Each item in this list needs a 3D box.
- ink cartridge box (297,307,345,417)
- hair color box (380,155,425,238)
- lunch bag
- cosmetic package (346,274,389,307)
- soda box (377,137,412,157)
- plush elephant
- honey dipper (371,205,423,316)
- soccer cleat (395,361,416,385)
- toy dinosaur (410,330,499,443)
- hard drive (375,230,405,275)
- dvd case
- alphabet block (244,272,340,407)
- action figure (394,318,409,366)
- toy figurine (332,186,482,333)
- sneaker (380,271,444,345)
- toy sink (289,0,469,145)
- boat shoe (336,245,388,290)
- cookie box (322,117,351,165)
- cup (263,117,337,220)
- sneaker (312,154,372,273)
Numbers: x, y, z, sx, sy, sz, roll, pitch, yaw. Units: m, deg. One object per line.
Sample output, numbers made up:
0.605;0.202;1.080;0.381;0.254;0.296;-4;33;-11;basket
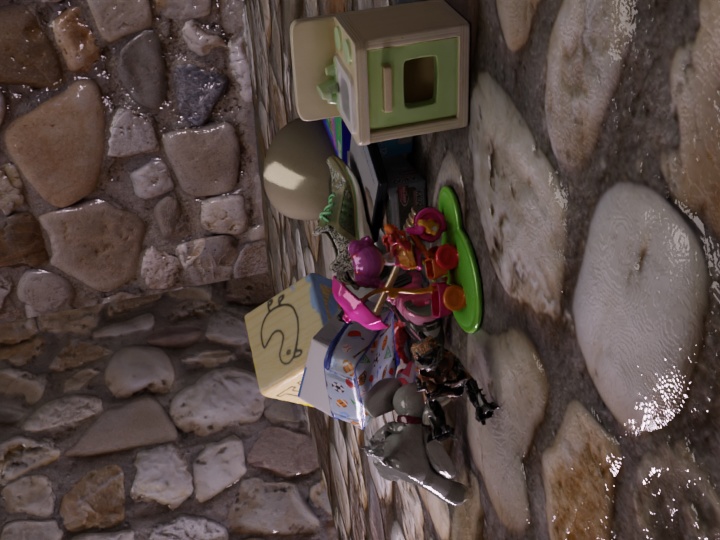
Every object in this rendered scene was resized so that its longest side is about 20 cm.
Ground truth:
-0.024;0.146;1.669;0.200;0.083;0.146;-45;-24;-52;ink cartridge box
0.049;-0.125;1.443;0.200;0.060;0.100;-121;23;-61;hair color box
0.005;0.154;1.502;0.161;0.075;0.202;-57;-24;-37;lunch bag
0.016;0.025;1.631;0.051;0.082;0.200;54;-174;-23;cosmetic package
0.041;-0.269;1.334;0.068;0.063;0.202;-112;16;-46;soda box
0.085;0.245;1.413;0.163;0.157;0.200;10;156;38;plush elephant
0.054;-0.004;1.372;0.202;0.037;0.038;-65;28;26;honey dipper
0.081;0.213;1.631;0.200;0.066;0.078;104;-176;-77;soccer cleat
0.120;0.149;1.229;0.199;0.102;0.137;14;-135;-55;toy dinosaur
0.039;-0.087;1.623;0.201;0.026;0.134;-116;18;-53;hard drive
0.009;-0.148;1.407;0.201;0.017;0.145;100;157;-66;dvd case
-0.097;0.150;1.911;0.195;0.199;0.198;25;-139;-49;alphabet block
0.062;0.145;1.664;0.201;0.051;0.066;101;151;-53;action figure
0.050;0.000;1.224;0.150;0.181;0.204;-179;79;-79;toy figurine
0.085;0.068;1.432;0.200;0.078;0.097;-123;13;-67;sneaker
0.024;-0.236;1.096;0.112;0.197;0.132;-116;19;-55;toy sink
0.000;0.000;1.553;0.074;0.074;0.200;-57;7;13;boat shoe
-0.025;-0.308;1.619;0.173;0.074;0.202;89;167;-44;cookie box
-0.065;-0.181;1.727;0.142;0.198;0.203;23;127;46;cup
-0.037;-0.086;1.436;0.077;0.087;0.203;110;145;-74;sneaker
